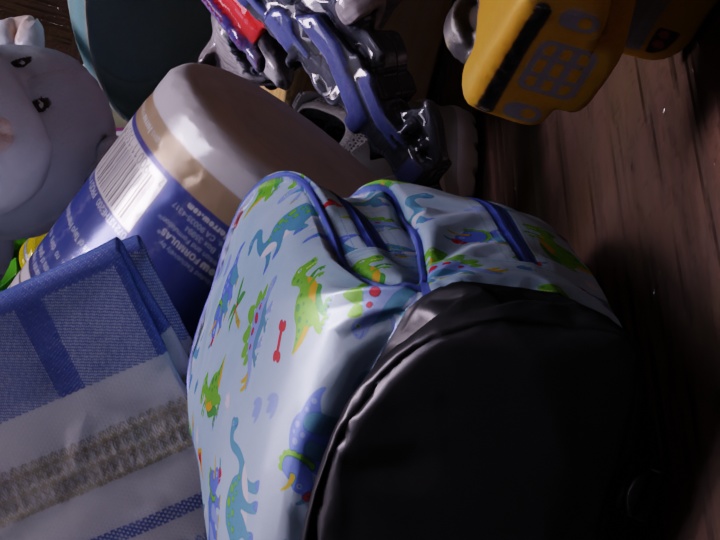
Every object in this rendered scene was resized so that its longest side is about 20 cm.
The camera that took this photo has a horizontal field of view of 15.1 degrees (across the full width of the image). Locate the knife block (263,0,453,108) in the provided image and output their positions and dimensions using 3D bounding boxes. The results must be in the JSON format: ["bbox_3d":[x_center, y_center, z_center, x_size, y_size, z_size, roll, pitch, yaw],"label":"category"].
[{"bbox_3d":[0.006,-0.121,1.257,0.176,0.064,0.200,116,165,-45],"label":"knife block"}]

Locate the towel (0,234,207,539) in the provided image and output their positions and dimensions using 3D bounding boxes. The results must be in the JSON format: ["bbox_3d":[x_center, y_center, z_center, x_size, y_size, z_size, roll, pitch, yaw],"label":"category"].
[{"bbox_3d":[-0.096,0.099,0.954,0.200,0.147,0.024,63,-169,-13],"label":"towel"}]

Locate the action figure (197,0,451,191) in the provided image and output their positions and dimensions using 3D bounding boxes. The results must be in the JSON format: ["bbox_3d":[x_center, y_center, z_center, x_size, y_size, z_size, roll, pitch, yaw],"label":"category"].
[{"bbox_3d":[0.015,-0.125,1.066,0.193,0.105,0.200,-38,73,30],"label":"action figure"}]

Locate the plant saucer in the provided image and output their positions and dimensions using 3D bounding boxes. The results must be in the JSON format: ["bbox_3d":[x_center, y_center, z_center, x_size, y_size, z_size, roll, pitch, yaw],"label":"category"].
[{"bbox_3d":[-0.071,-0.158,1.171,0.200,0.027,0.200,-47,-32,-41],"label":"plant saucer"}]

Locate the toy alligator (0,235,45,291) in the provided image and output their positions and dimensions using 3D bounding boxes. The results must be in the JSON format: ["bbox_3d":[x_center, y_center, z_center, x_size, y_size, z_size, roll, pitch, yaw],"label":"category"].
[{"bbox_3d":[-0.144,0.019,1.234,0.059,0.054,0.200,-38,49,32],"label":"toy alligator"}]

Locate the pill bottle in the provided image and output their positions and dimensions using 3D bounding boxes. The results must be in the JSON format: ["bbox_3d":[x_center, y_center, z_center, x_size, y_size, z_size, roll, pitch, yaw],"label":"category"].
[{"bbox_3d":[-0.080,0.032,1.003,0.200,0.111,0.111,-52,17,15],"label":"pill bottle"}]

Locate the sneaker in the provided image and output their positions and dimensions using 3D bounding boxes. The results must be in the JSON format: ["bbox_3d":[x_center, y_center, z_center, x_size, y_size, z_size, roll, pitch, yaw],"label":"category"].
[{"bbox_3d":[0.000,0.000,1.076,0.200,0.082,0.075,-90,19,-54],"label":"sneaker"}]

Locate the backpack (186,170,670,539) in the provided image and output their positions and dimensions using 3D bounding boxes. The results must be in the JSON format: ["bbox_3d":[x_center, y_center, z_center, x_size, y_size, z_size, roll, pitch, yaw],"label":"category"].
[{"bbox_3d":[0.015,0.045,0.854,0.200,0.154,0.163,-70,-6,-68],"label":"backpack"}]

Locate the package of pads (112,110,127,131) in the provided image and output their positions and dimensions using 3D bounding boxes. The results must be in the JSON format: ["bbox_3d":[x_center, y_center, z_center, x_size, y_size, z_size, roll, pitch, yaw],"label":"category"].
[{"bbox_3d":[-0.113,-0.010,1.377,0.068,0.200,0.155,27,103,43],"label":"package of pads"}]

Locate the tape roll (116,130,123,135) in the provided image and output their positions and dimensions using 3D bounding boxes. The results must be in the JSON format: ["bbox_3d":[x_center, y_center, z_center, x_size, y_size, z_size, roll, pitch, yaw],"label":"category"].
[{"bbox_3d":[-0.085,0.034,1.229,0.202,0.071,0.203,175,90,-90],"label":"tape roll"}]

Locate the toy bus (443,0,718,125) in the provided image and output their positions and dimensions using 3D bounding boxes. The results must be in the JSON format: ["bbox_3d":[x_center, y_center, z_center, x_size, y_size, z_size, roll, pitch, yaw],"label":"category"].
[{"bbox_3d":[0.080,-0.138,0.885,0.065,0.078,0.200,122,160,-52],"label":"toy bus"}]

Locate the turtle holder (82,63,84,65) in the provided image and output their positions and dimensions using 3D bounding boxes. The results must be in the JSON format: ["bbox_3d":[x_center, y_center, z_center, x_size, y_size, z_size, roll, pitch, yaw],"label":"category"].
[{"bbox_3d":[-0.084,-0.080,1.516,0.141,0.185,0.132,66,153,19],"label":"turtle holder"}]

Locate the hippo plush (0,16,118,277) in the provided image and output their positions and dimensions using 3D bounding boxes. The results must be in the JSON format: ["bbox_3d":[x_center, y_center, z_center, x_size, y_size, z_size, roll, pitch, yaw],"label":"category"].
[{"bbox_3d":[-0.161,-0.009,1.083,0.161,0.200,0.159,-40,63,18],"label":"hippo plush"}]
